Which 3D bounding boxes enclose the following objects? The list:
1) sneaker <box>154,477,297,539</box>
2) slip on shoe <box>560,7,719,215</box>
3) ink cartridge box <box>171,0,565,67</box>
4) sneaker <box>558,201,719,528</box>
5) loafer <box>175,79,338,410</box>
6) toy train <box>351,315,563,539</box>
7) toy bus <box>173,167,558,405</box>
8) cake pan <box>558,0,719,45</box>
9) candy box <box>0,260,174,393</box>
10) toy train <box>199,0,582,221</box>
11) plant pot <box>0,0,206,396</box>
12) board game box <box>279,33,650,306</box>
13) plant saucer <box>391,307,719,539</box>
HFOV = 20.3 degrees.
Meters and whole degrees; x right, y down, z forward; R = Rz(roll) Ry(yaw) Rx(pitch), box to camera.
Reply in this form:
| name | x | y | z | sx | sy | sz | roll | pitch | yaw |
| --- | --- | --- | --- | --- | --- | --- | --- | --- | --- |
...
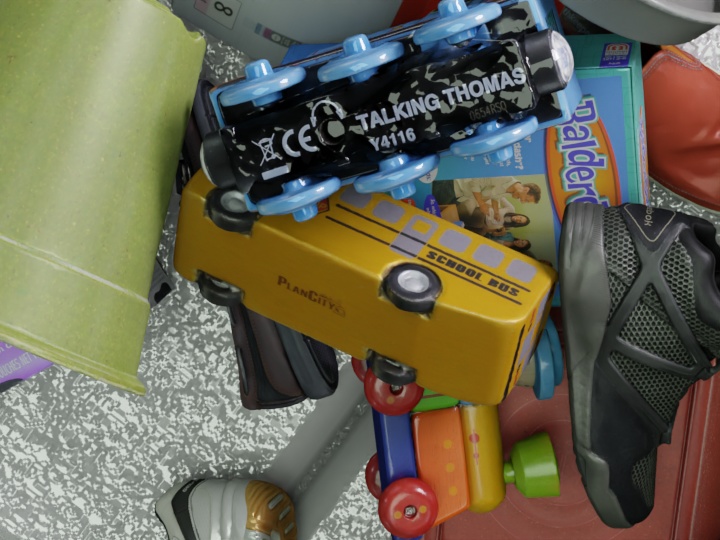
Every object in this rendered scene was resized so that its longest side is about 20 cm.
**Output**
| name | x | y | z | sx | sy | sz | roll | pitch | yaw |
| --- | --- | --- | --- | --- | --- | --- | --- | --- | --- |
| sneaker | -0.087 | 0.222 | 1.233 | 0.087 | 0.076 | 0.202 | 5 | 99 | 22 |
| slip on shoe | 0.161 | -0.103 | 1.133 | 0.200 | 0.061 | 0.074 | 45 | 101 | -4 |
| ink cartridge box | 0.004 | -0.156 | 1.103 | 0.199 | 0.057 | 0.163 | 33 | 144 | 3 |
| sneaker | 0.170 | 0.056 | 1.102 | 0.113 | 0.076 | 0.201 | 0 | 115 | 13 |
| loafer | -0.077 | -0.009 | 1.179 | 0.062 | 0.072 | 0.202 | -20 | 101 | 15 |
| toy train | 0.063 | 0.123 | 1.150 | 0.114 | 0.085 | 0.202 | -8 | 100 | -4 |
| toy bus | 0.000 | 0.000 | 1.089 | 0.199 | 0.078 | 0.065 | 24 | 133 | 14 |
| cake pan | 0.129 | -0.195 | 1.061 | 0.200 | 0.200 | 0.037 | 40 | 128 | -2 |
| candy box | -0.234 | -0.031 | 1.191 | 0.167 | 0.072 | 0.201 | -28 | 97 | 11 |
| toy train | 0.017 | -0.086 | 1.028 | 0.198 | 0.114 | 0.087 | -16 | 100 | 18 |
| plant pot | -0.170 | -0.059 | 1.064 | 0.198 | 0.200 | 0.191 | 22 | 85 | 2 |
| board game box | 0.061 | -0.053 | 1.130 | 0.198 | 0.045 | 0.153 | 1 | 121 | 14 |
| plant saucer | 0.121 | 0.110 | 1.193 | 0.197 | 0.037 | 0.202 | 7 | 101 | 6 |
